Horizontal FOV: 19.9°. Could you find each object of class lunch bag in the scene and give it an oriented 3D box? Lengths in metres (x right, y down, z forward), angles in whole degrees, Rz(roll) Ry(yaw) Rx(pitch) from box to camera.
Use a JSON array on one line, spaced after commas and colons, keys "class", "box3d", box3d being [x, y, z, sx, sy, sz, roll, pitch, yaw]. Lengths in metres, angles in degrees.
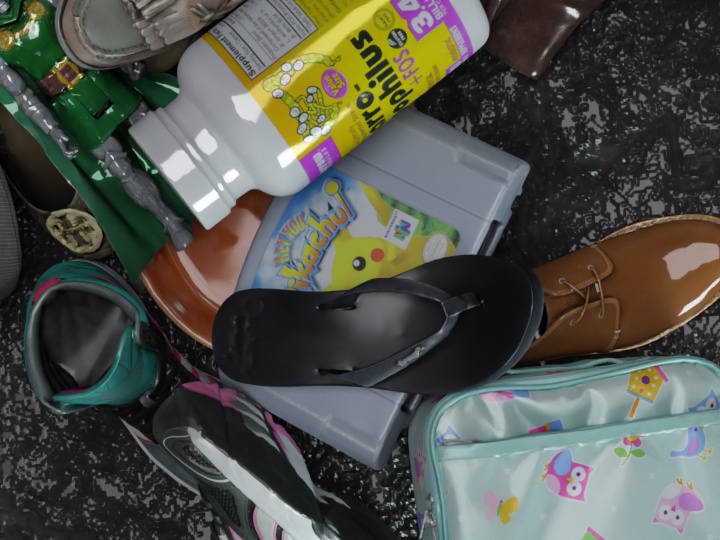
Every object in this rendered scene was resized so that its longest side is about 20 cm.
[{"class": "lunch bag", "box3d": [0.126, 0.128, 1.201, 0.199, 0.077, 0.161, -8, 93, -9]}]

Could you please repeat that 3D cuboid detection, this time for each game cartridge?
[{"class": "game cartridge", "box3d": [0.000, 0.000, 1.215, 0.133, 0.040, 0.201, 26, 91, 25]}]

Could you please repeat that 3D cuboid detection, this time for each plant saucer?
[{"class": "plant saucer", "box3d": [-0.046, -0.042, 1.268, 0.199, 0.032, 0.201, 0, 88, 7]}]

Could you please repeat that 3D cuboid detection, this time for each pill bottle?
[{"class": "pill bottle", "box3d": [-0.032, -0.113, 1.168, 0.200, 0.104, 0.104, -39, 85, -3]}]

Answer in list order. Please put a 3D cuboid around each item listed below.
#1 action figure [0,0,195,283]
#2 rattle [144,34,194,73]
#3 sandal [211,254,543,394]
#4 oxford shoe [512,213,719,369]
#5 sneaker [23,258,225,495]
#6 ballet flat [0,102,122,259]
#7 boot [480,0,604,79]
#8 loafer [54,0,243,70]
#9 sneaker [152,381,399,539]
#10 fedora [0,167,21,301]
[{"class": "action figure", "box3d": [-0.158, -0.100, 1.204, 0.200, 0.055, 0.118, 45, 80, -20]}, {"class": "rattle", "box3d": [-0.175, -0.175, 1.282, 0.130, 0.143, 0.200, 21, 136, -26]}, {"class": "sandal", "box3d": [0.007, 0.036, 1.165, 0.199, 0.043, 0.076, -9, 79, 18]}, {"class": "oxford shoe", "box3d": [0.136, 0.019, 1.226, 0.199, 0.071, 0.072, -21, 85, 5]}, {"class": "sneaker", "box3d": [-0.128, 0.071, 1.229, 0.200, 0.121, 0.084, 44, 97, 5]}, {"class": "ballet flat", "box3d": [-0.206, -0.088, 1.234, 0.067, 0.046, 0.200, -16, 113, 26]}, {"class": "boot", "box3d": [0.150, -0.187, 1.243, 0.200, 0.072, 0.167, 31, 104, 5]}, {"class": "loafer", "box3d": [-0.083, -0.180, 1.169, 0.200, 0.063, 0.072, -35, 109, -27]}, {"class": "sneaker", "box3d": [-0.059, 0.154, 1.211, 0.086, 0.080, 0.200, -37, 117, 14]}, {"class": "fedora", "box3d": [-0.270, -0.043, 1.248, 0.090, 0.177, 0.200, -28, 82, -24]}]
